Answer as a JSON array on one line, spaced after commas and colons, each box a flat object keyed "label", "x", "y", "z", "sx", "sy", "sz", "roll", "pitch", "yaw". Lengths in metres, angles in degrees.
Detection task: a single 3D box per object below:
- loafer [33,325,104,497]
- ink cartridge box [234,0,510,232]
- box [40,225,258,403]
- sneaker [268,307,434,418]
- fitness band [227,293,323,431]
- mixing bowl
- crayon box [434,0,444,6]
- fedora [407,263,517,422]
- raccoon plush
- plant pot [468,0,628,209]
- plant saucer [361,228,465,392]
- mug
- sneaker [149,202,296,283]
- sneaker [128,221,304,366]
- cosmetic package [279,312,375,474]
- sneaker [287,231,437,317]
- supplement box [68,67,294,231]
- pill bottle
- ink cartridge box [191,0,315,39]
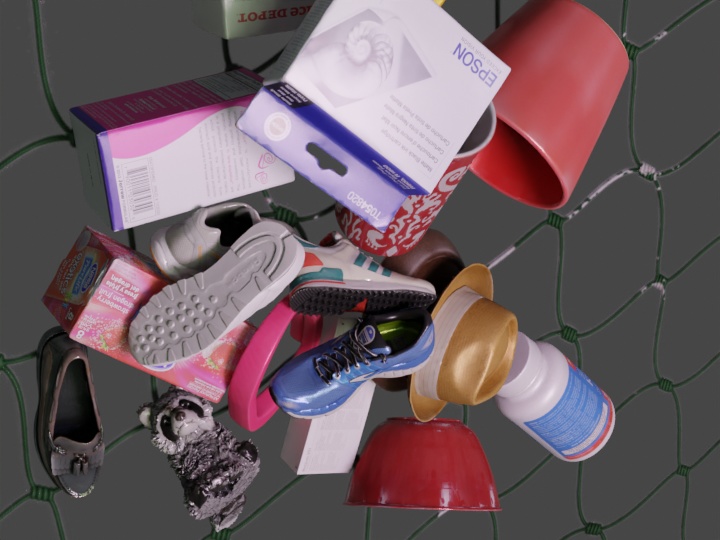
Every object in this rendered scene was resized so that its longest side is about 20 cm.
[{"label": "loafer", "x": -0.307, "y": 0.160, "z": 1.306, "sx": 0.071, "sy": 0.063, "sz": 0.202, "roll": -13, "pitch": 117, "yaw": -26}, {"label": "ink cartridge box", "x": 0.016, "y": -0.161, "z": 1.141, "sx": 0.199, "sy": 0.041, "sz": 0.201, "roll": 33, "pitch": 91, "yaw": -31}, {"label": "box", "x": -0.217, "y": 0.048, "z": 1.290, "sx": 0.199, "sy": 0.100, "sz": 0.096, "roll": 30, "pitch": 93, "yaw": -38}, {"label": "sneaker", "x": -0.008, "y": 0.087, "z": 1.311, "sx": 0.198, "sy": 0.079, "sz": 0.090, "roll": -25, "pitch": 154, "yaw": -19}, {"label": "fitness band", "x": -0.096, "y": 0.102, "z": 1.370, "sx": 0.144, "sy": 0.037, "sz": 0.201, "roll": -52, "pitch": 167, "yaw": -22}, {"label": "mixing bowl", "x": 0.078, "y": 0.238, "z": 1.526, "sx": 0.198, "sy": 0.199, "sz": 0.110, "roll": 9, "pitch": 79, "yaw": -34}, {"label": "crayon box", "x": 0.016, "y": -0.240, "z": 1.244, "sx": 0.051, "sy": 0.200, "sz": 0.126, "roll": 37, "pitch": 90, "yaw": -16}, {"label": "fedora", "x": 0.130, "y": 0.095, "z": 1.449, "sx": 0.200, "sy": 0.081, "sz": 0.203, "roll": -42, "pitch": 143, "yaw": -43}, {"label": "raccoon plush", "x": -0.197, "y": 0.218, "z": 1.412, "sx": 0.096, "sy": 0.134, "sz": 0.201, "roll": -30, "pitch": 157, "yaw": -35}, {"label": "plant pot", "x": 0.199, "y": -0.200, "z": 1.402, "sx": 0.178, "sy": 0.200, "sz": 0.201, "roll": -54, "pitch": 128, "yaw": -13}, {"label": "plant saucer", "x": 0.074, "y": 0.052, "z": 1.476, "sx": 0.199, "sy": 0.034, "sz": 0.203, "roll": -23, "pitch": 120, "yaw": -45}, {"label": "mug", "x": 0.055, "y": -0.130, "z": 1.335, "sx": 0.132, "sy": 0.179, "sz": 0.201, "roll": 21, "pitch": 143, "yaw": -4}, {"label": "sneaker", "x": -0.120, "y": -0.032, "z": 1.287, "sx": 0.092, "sy": 0.076, "sz": 0.199, "roll": -33, "pitch": 167, "yaw": 34}, {"label": "sneaker", "x": -0.139, "y": 0.034, "z": 1.230, "sx": 0.199, "sy": 0.077, "sz": 0.081, "roll": -33, "pitch": 167, "yaw": -1}, {"label": "cosmetic package", "x": -0.030, "y": 0.143, "z": 1.481, "sx": 0.082, "sy": 0.051, "sz": 0.202, "roll": 5, "pitch": 108, "yaw": -38}, {"label": "sneaker", "x": -0.001, "y": 0.000, "z": 1.347, "sx": 0.198, "sy": 0.094, "sz": 0.070, "roll": 5, "pitch": 146, "yaw": -38}, {"label": "supplement box", "x": -0.177, "y": -0.125, "z": 1.238, "sx": 0.198, "sy": 0.103, "sz": 0.102, "roll": -17, "pitch": 118, "yaw": -24}, {"label": "pill bottle", "x": 0.241, "y": 0.161, "z": 1.623, "sx": 0.113, "sy": 0.112, "sz": 0.200, "roll": -52, "pitch": 129, "yaw": -2}, {"label": "ink cartridge box", "x": -0.089, "y": -0.339, "z": 1.210, "sx": 0.144, "sy": 0.083, "sz": 0.202, "roll": -13, "pitch": 117, "yaw": -27}]
